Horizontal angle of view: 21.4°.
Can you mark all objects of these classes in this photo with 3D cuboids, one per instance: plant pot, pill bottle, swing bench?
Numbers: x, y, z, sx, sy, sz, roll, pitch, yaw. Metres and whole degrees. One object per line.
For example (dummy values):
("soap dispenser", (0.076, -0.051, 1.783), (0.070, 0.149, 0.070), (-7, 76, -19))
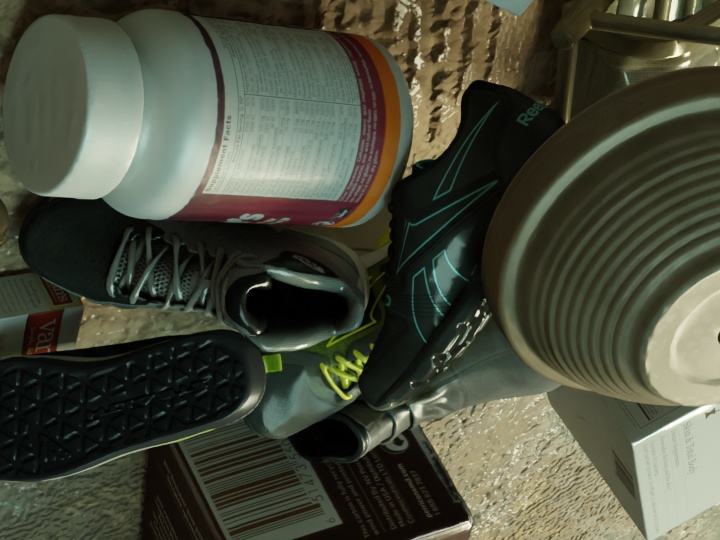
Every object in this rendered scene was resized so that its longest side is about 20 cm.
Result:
("plant pot", (0.171, 0.002, 0.974), (0.201, 0.093, 0.201), (-13, 132, -15))
("pill bottle", (-0.079, -0.080, 1.003), (0.200, 0.110, 0.110), (1, 133, -38))
("swing bench", (0.178, -0.101, 1.110), (0.130, 0.200, 0.199), (9, 129, 8))

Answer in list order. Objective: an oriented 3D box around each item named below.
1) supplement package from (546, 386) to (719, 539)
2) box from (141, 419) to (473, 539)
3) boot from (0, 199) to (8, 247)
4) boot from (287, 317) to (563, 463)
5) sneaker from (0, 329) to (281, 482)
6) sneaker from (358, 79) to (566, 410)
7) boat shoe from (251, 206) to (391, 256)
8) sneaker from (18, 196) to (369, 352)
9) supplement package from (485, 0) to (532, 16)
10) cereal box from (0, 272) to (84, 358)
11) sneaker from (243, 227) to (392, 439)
("supplement package", (0.250, 0.063, 1.388), (0.200, 0.151, 0.152), (-28, 144, -7))
("box", (-0.045, 0.188, 1.303), (0.164, 0.166, 0.200), (-16, 142, -22))
("boot", (-0.231, -0.068, 0.934), (0.097, 0.075, 0.200), (-44, 142, 21))
("boot", (0.043, 0.076, 1.177), (0.132, 0.070, 0.200), (-29, -179, -33))
("sneaker", (-0.144, 0.077, 1.096), (0.200, 0.072, 0.083), (-7, 180, 2))
("sneaker", (0.048, -0.013, 1.039), (0.200, 0.079, 0.075), (-57, 169, 21))
("boat shoe", (0.000, 0.000, 1.190), (0.200, 0.075, 0.062), (1, 132, -36))
("sneaker", (-0.089, -0.001, 1.034), (0.200, 0.115, 0.075), (9, 99, -6))
("supplement package", (0.026, -0.226, 0.898), (0.200, 0.120, 0.121), (16, 122, -47))
("cereal box", (-0.268, 0.072, 1.104), (0.200, 0.040, 0.144), (-9, 139, -29))
("sneaker", (0.011, 0.033, 1.119), (0.200, 0.085, 0.074), (-42, 128, 5))
